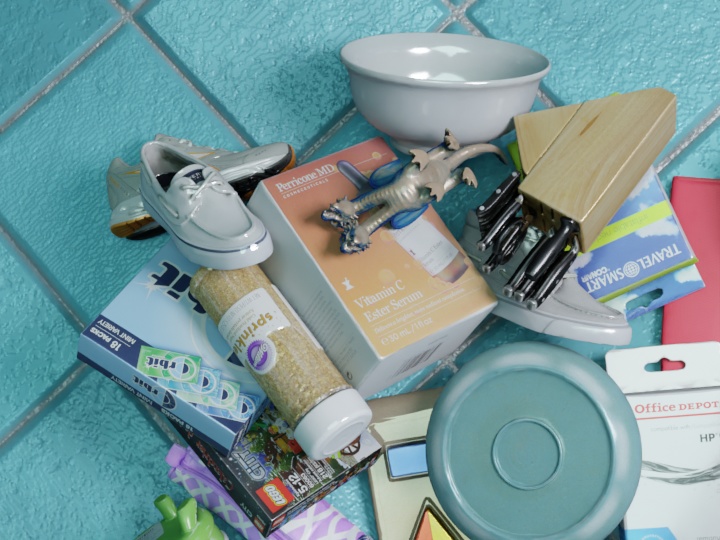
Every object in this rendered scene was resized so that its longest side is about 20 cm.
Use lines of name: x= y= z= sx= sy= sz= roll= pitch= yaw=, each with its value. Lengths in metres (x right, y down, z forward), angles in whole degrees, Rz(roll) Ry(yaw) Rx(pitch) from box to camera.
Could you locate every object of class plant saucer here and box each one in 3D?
plant saucer: x=0.153 y=0.165 z=1.205 sx=0.199 sy=0.027 sz=0.201 roll=-1 pitch=87 yaw=16

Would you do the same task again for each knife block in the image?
knife block: x=0.199 y=-0.061 z=1.193 sx=0.199 sy=0.064 sz=0.176 roll=-11 pitch=63 yaw=7

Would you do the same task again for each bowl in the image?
bowl: x=0.077 y=-0.162 z=1.272 sx=0.200 sy=0.201 sz=0.091 roll=7 pitch=113 yaw=8

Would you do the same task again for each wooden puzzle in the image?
wooden puzzle: x=0.100 y=0.206 z=1.258 sx=0.184 sy=0.046 sz=0.201 roll=-10 pitch=79 yaw=6

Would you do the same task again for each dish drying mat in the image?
dish drying mat: x=0.330 y=0.010 z=1.278 sx=0.076 sy=0.018 sz=0.201 roll=4 pitch=80 yaw=9

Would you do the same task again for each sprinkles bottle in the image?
sprinkles bottle: x=-0.073 y=0.071 z=1.182 sx=0.068 sy=0.068 sz=0.200 roll=-38 pitch=69 yaw=-1

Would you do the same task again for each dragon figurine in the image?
dragon figurine: x=0.047 y=-0.076 z=1.193 sx=0.099 sy=0.200 sz=0.059 roll=-27 pitch=94 yaw=41

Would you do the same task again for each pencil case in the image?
pencil case: x=-0.089 y=0.226 z=1.258 sx=0.200 sy=0.085 sz=0.084 roll=36 pitch=113 yaw=14

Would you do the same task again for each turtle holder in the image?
turtle holder: x=-0.161 y=0.290 z=1.214 sx=0.132 sy=0.185 sz=0.141 roll=55 pitch=50 yaw=-10

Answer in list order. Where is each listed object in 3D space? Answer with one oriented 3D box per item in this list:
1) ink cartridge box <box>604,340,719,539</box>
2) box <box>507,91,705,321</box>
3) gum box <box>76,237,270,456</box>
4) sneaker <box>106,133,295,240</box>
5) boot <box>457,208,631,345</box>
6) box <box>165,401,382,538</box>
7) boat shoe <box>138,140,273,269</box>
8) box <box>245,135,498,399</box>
ink cartridge box: x=0.289 y=0.168 z=1.219 sx=0.115 sy=0.067 sz=0.201 roll=-6 pitch=86 yaw=7
box: x=0.234 y=-0.053 z=1.274 sx=0.122 sy=0.048 sz=0.201 roll=-25 pitch=77 yaw=14
gum box: x=-0.137 y=0.051 z=1.249 sx=0.170 sy=0.045 sz=0.200 roll=32 pitch=51 yaw=8
sneaker: x=-0.166 y=-0.105 z=1.333 sx=0.199 sy=0.076 sz=0.092 roll=-18 pitch=74 yaw=3
boot: x=0.167 y=0.001 z=1.234 sx=0.199 sy=0.073 sz=0.096 roll=19 pitch=102 yaw=36
box: x=-0.095 y=0.134 z=1.251 sx=0.136 sy=0.038 sz=0.200 roll=-30 pitch=66 yaw=-33
boat shoe: x=-0.150 y=-0.062 z=1.204 sx=0.073 sy=0.066 sz=0.200 roll=-29 pitch=37 yaw=-28
box: x=0.000 y=0.000 z=1.237 sx=0.152 sy=0.106 sz=0.200 roll=-25 pitch=72 yaw=-35
